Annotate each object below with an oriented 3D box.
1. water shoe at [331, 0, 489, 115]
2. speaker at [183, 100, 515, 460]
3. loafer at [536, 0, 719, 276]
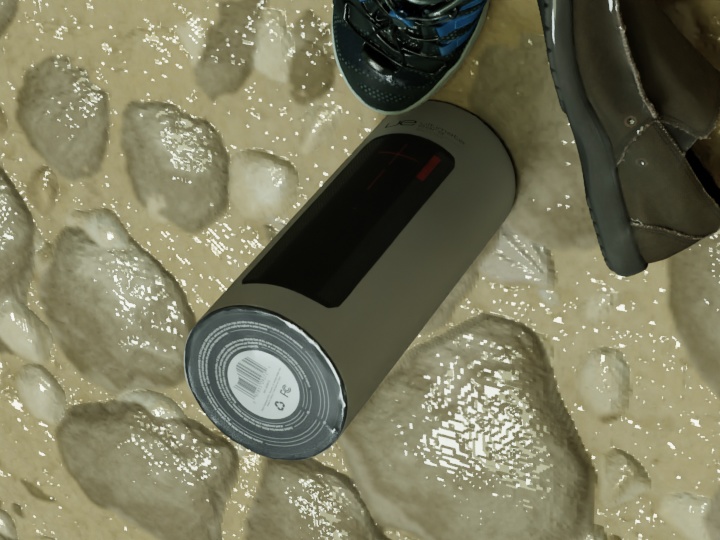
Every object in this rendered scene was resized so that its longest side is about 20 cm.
[{"bbox_3d":[0.024,-0.135,0.990,0.071,0.079,0.200,31,135,5],"label":"water shoe"},{"bbox_3d":[0.000,0.000,1.030,0.081,0.200,0.081,14,126,21],"label":"speaker"},{"bbox_3d":[0.122,-0.087,0.986,0.071,0.073,0.200,-13,133,8],"label":"loafer"}]
